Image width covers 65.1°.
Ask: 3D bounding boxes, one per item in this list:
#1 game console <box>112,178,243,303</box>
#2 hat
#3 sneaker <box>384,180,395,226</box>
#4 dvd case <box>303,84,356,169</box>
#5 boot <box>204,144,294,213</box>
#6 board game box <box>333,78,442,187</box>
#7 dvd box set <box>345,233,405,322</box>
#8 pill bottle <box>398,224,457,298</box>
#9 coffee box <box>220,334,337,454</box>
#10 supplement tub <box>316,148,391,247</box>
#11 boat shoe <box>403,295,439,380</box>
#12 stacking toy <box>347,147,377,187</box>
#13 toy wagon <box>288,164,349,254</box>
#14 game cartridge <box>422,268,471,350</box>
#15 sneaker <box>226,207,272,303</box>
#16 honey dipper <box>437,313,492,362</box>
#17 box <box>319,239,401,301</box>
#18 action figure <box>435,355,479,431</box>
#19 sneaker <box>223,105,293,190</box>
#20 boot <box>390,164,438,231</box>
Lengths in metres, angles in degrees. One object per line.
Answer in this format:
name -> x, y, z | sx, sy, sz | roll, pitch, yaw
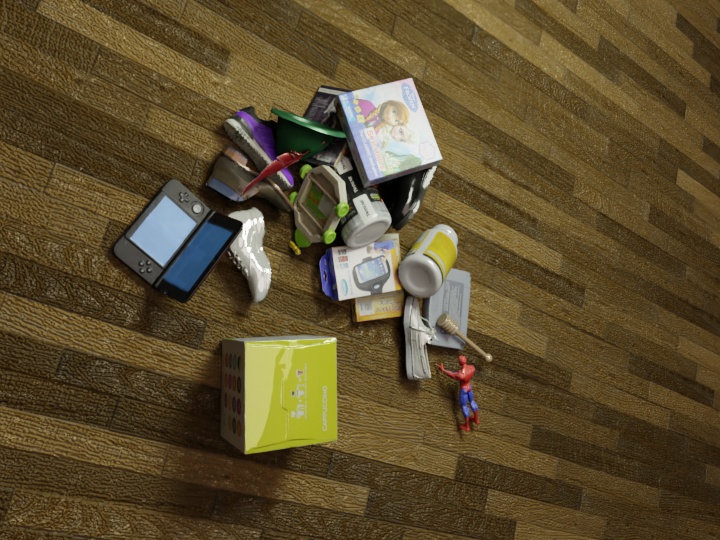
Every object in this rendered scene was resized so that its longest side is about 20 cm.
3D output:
game console -> -0.361, -0.065, 1.117 | 0.172, 0.118, 0.203 | 42, 68, -19
hat -> -0.145, -0.237, 1.218 | 0.193, 0.166, 0.182 | 13, 106, -18
sneaker -> 0.081, -0.201, 1.387 | 0.201, 0.082, 0.122 | -48, 112, -31
dvd case -> -0.074, -0.333, 1.294 | 0.205, 0.145, 0.016 | -64, 151, -16
boot -> -0.241, -0.168, 1.226 | 0.198, 0.075, 0.098 | 39, 80, -11
board game box -> 0.062, -0.309, 1.254 | 0.194, 0.041, 0.206 | -19, 85, -22
dvd box set -> 0.038, 0.015, 1.376 | 0.142, 0.029, 0.208 | -5, 87, -28
pill bottle -> 0.174, -0.031, 1.382 | 0.114, 0.110, 0.201 | 56, 39, -13
coffee box -> -0.169, 0.240, 1.151 | 0.194, 0.196, 0.208 | 1, 85, -27
supplement tub -> -0.021, -0.167, 1.282 | 0.119, 0.123, 0.205 | -17, 70, -27
boat shoe -> 0.154, 0.165, 1.383 | 0.074, 0.083, 0.211 | 4, 84, -71
stacking toy -> -0.003, -0.284, 1.361 | 0.083, 0.085, 0.208 | -16, 100, -28
toy wagon -> -0.102, -0.128, 1.252 | 0.039, 0.155, 0.204 | -4, 131, -47
game cartridge -> 0.224, 0.096, 1.469 | 0.130, 0.040, 0.208 | 12, 80, -31
sneaker -> -0.243, -0.030, 1.204 | 0.085, 0.074, 0.208 | -7, 81, -34
honey dipper -> 0.274, 0.181, 1.451 | 0.198, 0.038, 0.039 | 40, 69, -22
box -> 0.000, 0.000, 1.319 | 0.194, 0.041, 0.124 | -9, 89, -30
action figure -> 0.254, 0.302, 1.460 | 0.064, 0.098, 0.207 | -23, 118, -30
sneaker -> -0.202, -0.278, 1.250 | 0.201, 0.069, 0.100 | 49, 64, -17
boot -> 0.078, -0.216, 1.306 | 0.155, 0.079, 0.216 | 31, 70, -13
